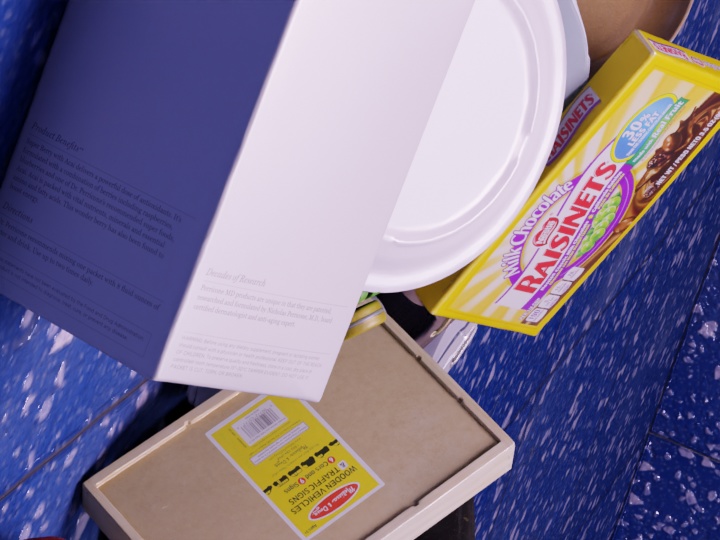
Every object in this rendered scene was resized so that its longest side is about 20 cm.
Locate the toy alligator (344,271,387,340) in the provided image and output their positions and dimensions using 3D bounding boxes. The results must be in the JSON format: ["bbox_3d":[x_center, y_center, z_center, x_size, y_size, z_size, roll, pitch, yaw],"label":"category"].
[{"bbox_3d":[0.000,0.000,1.293,0.199,0.060,0.054,-26,-178,-31],"label":"toy alligator"}]

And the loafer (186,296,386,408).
[{"bbox_3d":[-0.040,0.039,1.426,0.200,0.069,0.070,-39,149,-62],"label":"loafer"}]

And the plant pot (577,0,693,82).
[{"bbox_3d":[0.107,-0.199,1.420,0.201,0.199,0.027,-62,-162,-18],"label":"plant pot"}]

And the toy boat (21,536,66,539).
[{"bbox_3d":[-0.168,0.227,1.186,0.130,0.130,0.201,3,107,-41],"label":"toy boat"}]

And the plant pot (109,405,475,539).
[{"bbox_3d":[-0.034,0.169,1.440,0.178,0.198,0.201,-67,172,-56],"label":"plant pot"}]

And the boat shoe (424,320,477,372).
[{"bbox_3d":[0.048,0.033,1.774,0.200,0.073,0.065,-51,166,-21],"label":"boat shoe"}]

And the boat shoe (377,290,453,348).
[{"bbox_3d":[0.043,0.005,1.612,0.059,0.072,0.200,-41,174,-46],"label":"boat shoe"}]

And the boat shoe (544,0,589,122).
[{"bbox_3d":[0.078,-0.162,1.326,0.091,0.070,0.201,-107,-173,-46],"label":"boat shoe"}]

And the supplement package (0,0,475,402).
[{"bbox_3d":[-0.056,-0.062,1.041,0.119,0.121,0.201,11,103,-54],"label":"supplement package"}]

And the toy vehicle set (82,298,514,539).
[{"bbox_3d":[-0.032,0.109,1.310,0.199,0.124,0.027,-33,153,-24],"label":"toy vehicle set"}]

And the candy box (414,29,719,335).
[{"bbox_3d":[0.125,-0.045,1.386,0.102,0.026,0.200,14,124,-46],"label":"candy box"}]

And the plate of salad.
[{"bbox_3d":[0.023,-0.088,1.250,0.199,0.048,0.201,-14,113,-35],"label":"plate of salad"}]
